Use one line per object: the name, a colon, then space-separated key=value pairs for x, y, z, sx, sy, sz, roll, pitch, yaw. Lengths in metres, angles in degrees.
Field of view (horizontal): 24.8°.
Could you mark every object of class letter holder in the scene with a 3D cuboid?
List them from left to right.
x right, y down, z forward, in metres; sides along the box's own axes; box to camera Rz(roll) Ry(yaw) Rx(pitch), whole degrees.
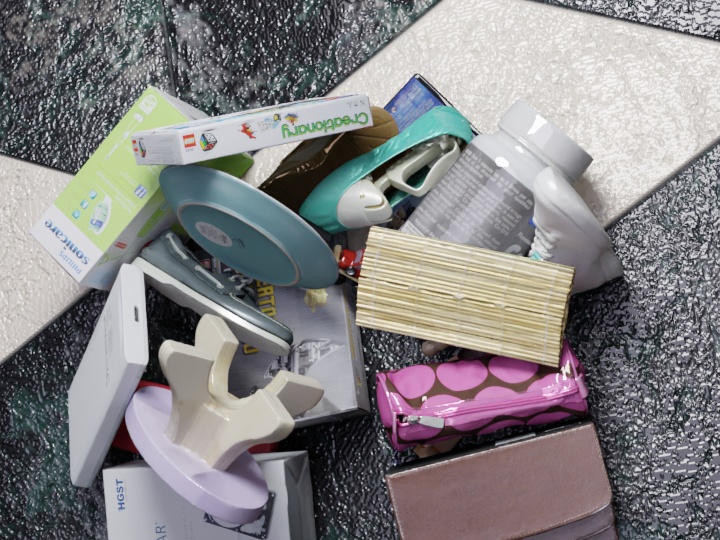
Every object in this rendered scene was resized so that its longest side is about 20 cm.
letter holder: x=0.138 y=0.233 z=1.544 sx=0.200 sy=0.101 sz=0.142 roll=-14 pitch=87 yaw=3

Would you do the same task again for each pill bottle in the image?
pill bottle: x=0.126 y=-0.060 z=1.582 sx=0.114 sy=0.114 sz=0.200 roll=41 pitch=97 yaw=18

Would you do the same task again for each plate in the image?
plate: x=-0.113 y=-0.033 z=1.579 sx=0.200 sy=0.200 sz=0.026 roll=22 pitch=68 yaw=19

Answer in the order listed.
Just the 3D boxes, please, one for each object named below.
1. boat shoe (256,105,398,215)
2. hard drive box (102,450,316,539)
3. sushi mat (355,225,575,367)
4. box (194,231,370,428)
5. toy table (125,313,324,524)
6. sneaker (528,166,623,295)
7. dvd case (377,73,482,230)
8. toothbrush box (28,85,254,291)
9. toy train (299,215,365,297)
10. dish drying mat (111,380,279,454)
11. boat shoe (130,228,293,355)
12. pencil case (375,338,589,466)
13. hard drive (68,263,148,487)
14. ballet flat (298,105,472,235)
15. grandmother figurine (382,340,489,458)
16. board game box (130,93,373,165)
boat shoe: x=-0.047 y=-0.095 z=1.669 sx=0.200 sy=0.069 sz=0.074 roll=-37 pitch=107 yaw=3
hard drive box: x=-0.150 y=0.268 z=1.659 sx=0.200 sy=0.077 sz=0.156 roll=-6 pitch=90 yaw=18
sushi mat: x=0.096 y=0.024 z=1.523 sx=0.200 sy=0.012 sz=0.096 roll=12 pitch=99 yaw=11
box: x=-0.081 y=0.063 z=1.678 sx=0.158 sy=0.048 sz=0.200 roll=-12 pitch=74 yaw=17
toy table: x=-0.134 y=0.134 z=1.542 sx=0.200 sy=0.184 sz=0.117 roll=42 pitch=109 yaw=37
sneaker: x=0.185 y=-0.021 z=1.530 sx=0.088 sy=0.200 sz=0.075 roll=-32 pitch=58 yaw=5
dvd case: x=0.078 y=-0.086 z=1.671 sx=0.143 sy=0.018 sz=0.200 roll=-47 pitch=72 yaw=7
toothbrush box: x=-0.225 y=-0.078 z=1.701 sx=0.086 sy=0.146 sz=0.200 roll=44 pitch=96 yaw=17
toy train: x=0.000 y=0.000 z=1.628 sx=0.200 sy=0.034 sz=0.046 roll=30 pitch=126 yaw=-15
dish drying mat: x=-0.180 y=0.167 z=1.723 sx=0.200 sy=0.018 sz=0.077 roll=12 pitch=88 yaw=19
boat shoe: x=-0.141 y=0.019 z=1.645 sx=0.200 sy=0.073 sz=0.062 roll=28 pitch=74 yaw=26
pencil case: x=0.117 y=0.120 z=1.543 sx=0.200 sy=0.094 sz=0.091 roll=-12 pitch=87 yaw=-4
hard drive: x=-0.258 y=0.109 z=1.663 sx=0.132 sy=0.027 sz=0.200 roll=-101 pitch=30 yaw=-43
ballet flat: x=0.028 y=-0.088 z=1.611 sx=0.200 sy=0.067 sz=0.070 roll=-36 pitch=40 yaw=-1
grandmother figurine: x=0.116 y=0.100 z=1.616 sx=0.121 sy=0.061 sz=0.200 roll=36 pitch=97 yaw=6
board game box: x=-0.105 y=-0.135 z=1.565 sx=0.200 sy=0.126 sz=0.035 roll=-14 pitch=100 yaw=-26
